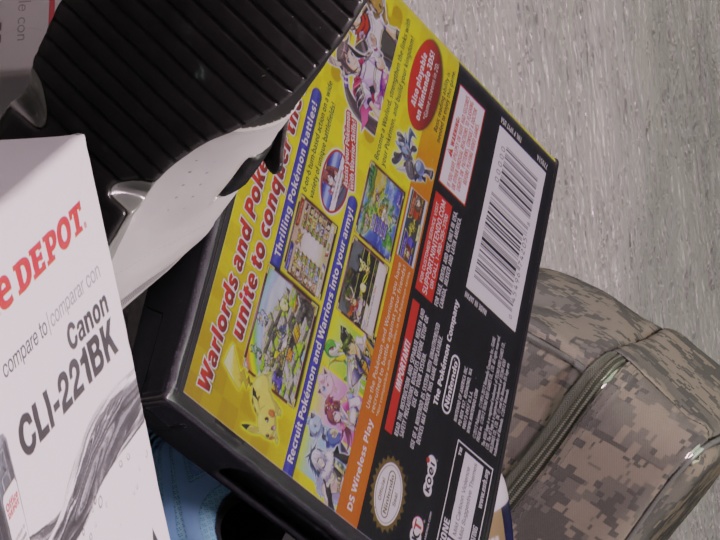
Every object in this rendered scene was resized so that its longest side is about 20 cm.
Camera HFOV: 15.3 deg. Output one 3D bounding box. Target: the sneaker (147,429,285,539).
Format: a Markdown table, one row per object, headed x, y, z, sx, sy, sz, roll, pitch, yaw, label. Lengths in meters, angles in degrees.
| x | y | z | sx | sy | sz | roll | pitch | yaw | label |
| --- | --- | --- | --- | --- | --- | --- | --- | --- | --- |
| -0.062 | 0.136 | 0.891 | 0.079 | 0.089 | 0.201 | 62 | 31 | -53 | sneaker |

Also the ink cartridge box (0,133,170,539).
| x | y | z | sx | sy | sz | roll | pitch | yaw | label |
| --- | --- | --- | --- | --- | --- | --- | --- | --- | --- |
| -0.116 | 0.078 | 0.738 | 0.144 | 0.083 | 0.201 | -54 | 136 | -64 | ink cartridge box |

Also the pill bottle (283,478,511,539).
| x | y | z | sx | sy | sz | roll | pitch | yaw | label |
| --- | --- | --- | --- | --- | --- | --- | --- | --- | --- |
| 0.005 | 0.132 | 1.051 | 0.116 | 0.115 | 0.202 | -26 | 110 | -72 | pill bottle |

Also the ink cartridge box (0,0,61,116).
| x | y | z | sx | sy | sz | roll | pitch | yaw | label |
| --- | --- | --- | --- | --- | --- | --- | --- | --- | --- |
| -0.087 | -0.103 | 0.915 | 0.200 | 0.067 | 0.118 | 44 | 45 | -67 | ink cartridge box |

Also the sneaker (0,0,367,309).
| x | y | z | sx | sy | sz | roll | pitch | yaw | label |
| --- | --- | --- | --- | --- | --- | --- | --- | --- | --- |
| -0.061 | -0.049 | 0.820 | 0.074 | 0.200 | 0.088 | 48 | 19 | 9 | sneaker |

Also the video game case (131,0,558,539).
| x | y | z | sx | sy | sz | roll | pitch | yaw | label |
| --- | --- | --- | --- | --- | --- | --- | --- | --- | --- |
| 0.000 | 0.000 | 0.942 | 0.181 | 0.025 | 0.201 | 42 | 50 | -42 | video game case |

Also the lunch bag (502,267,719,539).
| x | y | z | sx | sy | sz | roll | pitch | yaw | label |
| --- | --- | --- | --- | --- | --- | --- | --- | --- | --- |
| 0.084 | 0.072 | 1.297 | 0.168 | 0.140 | 0.200 | 41 | 15 | 11 | lunch bag |
